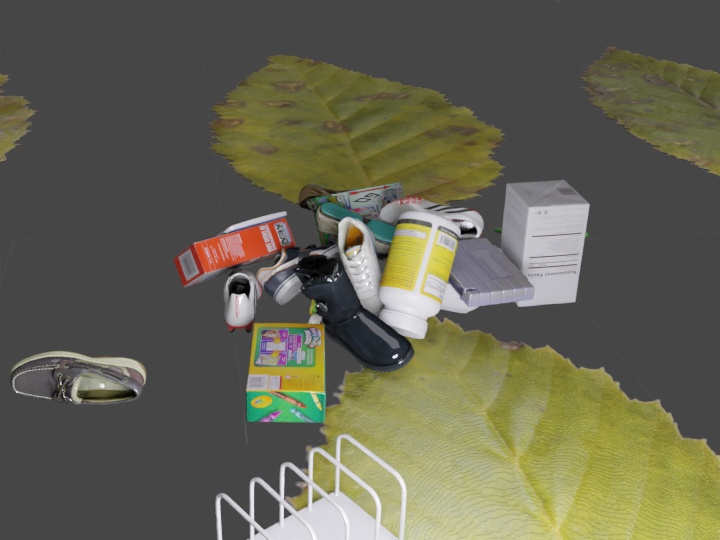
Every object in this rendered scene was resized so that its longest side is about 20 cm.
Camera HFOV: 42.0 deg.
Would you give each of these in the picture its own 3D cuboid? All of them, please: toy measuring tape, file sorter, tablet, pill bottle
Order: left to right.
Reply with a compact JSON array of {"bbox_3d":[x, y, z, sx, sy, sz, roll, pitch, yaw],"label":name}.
[{"bbox_3d":[-0.236,-0.071,1.811,0.130,0.014,0.200,-18,-4,-33],"label":"tablet"},{"bbox_3d":[-0.057,0.301,1.115,0.199,0.125,0.138,-20,35,-37],"label":"file sorter"},{"bbox_3d":[-0.070,0.050,1.656,0.073,0.074,0.200,10,28,14],"label":"toy measuring tape"},{"bbox_3d":[0.094,0.008,1.602,0.112,0.201,0.112,16,-11,3],"label":"pill bottle"}]

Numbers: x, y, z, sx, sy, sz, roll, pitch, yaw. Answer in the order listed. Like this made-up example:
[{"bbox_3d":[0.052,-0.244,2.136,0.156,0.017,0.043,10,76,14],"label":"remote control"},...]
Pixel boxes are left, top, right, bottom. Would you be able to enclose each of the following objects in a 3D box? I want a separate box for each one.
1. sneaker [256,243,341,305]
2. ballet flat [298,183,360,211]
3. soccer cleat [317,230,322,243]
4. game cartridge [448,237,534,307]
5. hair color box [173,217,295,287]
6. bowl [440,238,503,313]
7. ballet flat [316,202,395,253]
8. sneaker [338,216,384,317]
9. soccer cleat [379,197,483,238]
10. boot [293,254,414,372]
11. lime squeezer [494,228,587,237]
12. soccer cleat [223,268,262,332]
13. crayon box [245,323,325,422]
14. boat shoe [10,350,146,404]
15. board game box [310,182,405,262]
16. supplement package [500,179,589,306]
[{"bbox_3d":[-0.110,-0.013,1.749,0.079,0.079,0.200,39,41,17],"label":"sneaker"},{"bbox_3d":[-0.048,-0.144,2.050,0.199,0.068,0.073,12,49,18],"label":"ballet flat"},{"bbox_3d":[0.001,-0.095,1.948,0.199,0.070,0.077,-22,33,-34],"label":"soccer cleat"},{"bbox_3d":[0.209,0.002,1.657,0.129,0.039,0.200,-2,28,-19],"label":"game cartridge"},{"bbox_3d":[-0.235,-0.034,1.760,0.199,0.064,0.111,-20,-4,-34],"label":"hair color box"},{"bbox_3d":[0.160,0.009,1.750,0.199,0.075,0.200,10,29,17],"label":"bowl"},{"bbox_3d":[0.005,-0.069,1.779,0.199,0.063,0.067,26,39,20],"label":"ballet flat"},{"bbox_3d":[0.000,0.000,1.670,0.076,0.081,0.201,-22,64,13],"label":"sneaker"},{"bbox_3d":[0.136,-0.094,1.781,0.198,0.069,0.085,7,23,-2],"label":"soccer cleat"},{"bbox_3d":[-0.015,0.066,1.512,0.076,0.169,0.200,-44,44,-20],"label":"boot"},{"bbox_3d":[0.387,-0.079,1.979,0.198,0.038,0.071,2,27,1],"label":"lime squeezer"},{"bbox_3d":[-0.210,0.033,1.660,0.068,0.086,0.200,0,27,-3],"label":"soccer cleat"},{"bbox_3d":[-0.113,0.155,1.462,0.118,0.059,0.200,1,27,-3],"label":"crayon box"},{"bbox_3d":[-0.423,0.166,1.402,0.199,0.072,0.066,2,22,-11],"label":"boat shoe"},{"bbox_3d":[0.008,-0.095,1.880,0.199,0.136,0.029,-13,-1,-27],"label":"board game box"},{"bbox_3d":[0.336,-0.051,1.742,0.119,0.201,0.121,-4,28,-12],"label":"supplement package"}]
